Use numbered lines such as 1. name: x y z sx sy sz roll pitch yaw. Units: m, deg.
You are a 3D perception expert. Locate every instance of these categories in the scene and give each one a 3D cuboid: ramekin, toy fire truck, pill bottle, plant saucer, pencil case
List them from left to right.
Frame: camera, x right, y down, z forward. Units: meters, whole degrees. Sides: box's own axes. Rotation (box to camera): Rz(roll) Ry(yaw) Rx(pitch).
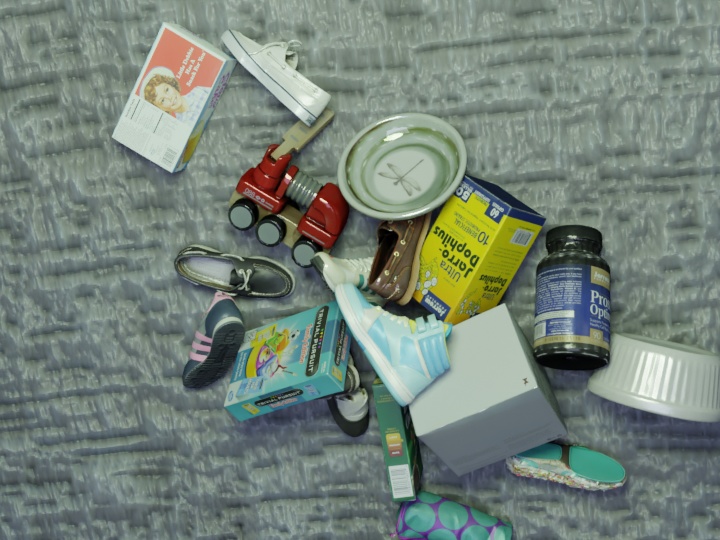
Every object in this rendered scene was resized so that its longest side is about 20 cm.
1. toy fire truck: -0.086 -0.138 1.426 0.175 0.129 0.201 30 119 0
2. plant saucer: 0.066 -0.148 1.392 0.198 0.202 0.050 -9 147 10
3. pencil case: 0.156 0.435 1.537 0.198 0.085 0.093 21 76 4
4. pill bottle: 0.316 0.040 1.372 0.111 0.112 0.202 3 71 7
5. ramekin: 0.448 0.155 1.378 0.200 0.202 0.095 12 93 5

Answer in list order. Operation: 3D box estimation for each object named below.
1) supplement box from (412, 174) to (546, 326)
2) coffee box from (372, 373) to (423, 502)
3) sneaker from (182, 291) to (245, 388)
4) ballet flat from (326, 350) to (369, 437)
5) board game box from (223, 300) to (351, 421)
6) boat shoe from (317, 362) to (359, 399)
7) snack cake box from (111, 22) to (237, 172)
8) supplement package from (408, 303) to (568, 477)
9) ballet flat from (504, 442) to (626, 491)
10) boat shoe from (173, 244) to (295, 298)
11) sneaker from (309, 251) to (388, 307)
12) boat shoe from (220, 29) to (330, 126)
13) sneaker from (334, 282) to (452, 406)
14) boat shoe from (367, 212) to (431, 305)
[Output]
1. supplement box: 0.169 -0.026 1.393 0.109 0.109 0.201 39 109 37
2. coffee box: 0.062 0.256 1.491 0.044 0.123 0.202 -8 101 11
3. sneaker: -0.247 0.117 1.528 0.070 0.082 0.200 6 138 -34
4. ballet flat: -0.027 0.186 1.506 0.068 0.068 0.202 -24 102 -21
5. board game box: -0.111 0.141 1.448 0.199 0.152 0.047 -21 129 27
6. boat shoe: -0.091 0.172 1.480 0.199 0.057 0.068 -4 98 42
7. snack cake box: -0.292 -0.270 1.444 0.114 0.067 0.201 31 105 2
8. supplement package: 0.184 0.186 1.396 0.190 0.148 0.200 -24 144 12
9. ballet flat: 0.330 0.320 1.504 0.198 0.076 0.064 14 136 9
10. boat shoe: -0.206 0.006 1.500 0.198 0.060 0.074 18 105 4
11. sneaker: 0.000 0.000 1.420 0.093 0.200 0.070 -42 55 8
12. boat shoe: -0.121 -0.315 1.397 0.202 0.075 0.086 44 95 15
13. sneaker: 0.057 0.080 1.331 0.130 0.080 0.201 -33 79 1
14. boat shoe: 0.058 -0.049 1.392 0.070 0.201 0.070 24 148 -22
